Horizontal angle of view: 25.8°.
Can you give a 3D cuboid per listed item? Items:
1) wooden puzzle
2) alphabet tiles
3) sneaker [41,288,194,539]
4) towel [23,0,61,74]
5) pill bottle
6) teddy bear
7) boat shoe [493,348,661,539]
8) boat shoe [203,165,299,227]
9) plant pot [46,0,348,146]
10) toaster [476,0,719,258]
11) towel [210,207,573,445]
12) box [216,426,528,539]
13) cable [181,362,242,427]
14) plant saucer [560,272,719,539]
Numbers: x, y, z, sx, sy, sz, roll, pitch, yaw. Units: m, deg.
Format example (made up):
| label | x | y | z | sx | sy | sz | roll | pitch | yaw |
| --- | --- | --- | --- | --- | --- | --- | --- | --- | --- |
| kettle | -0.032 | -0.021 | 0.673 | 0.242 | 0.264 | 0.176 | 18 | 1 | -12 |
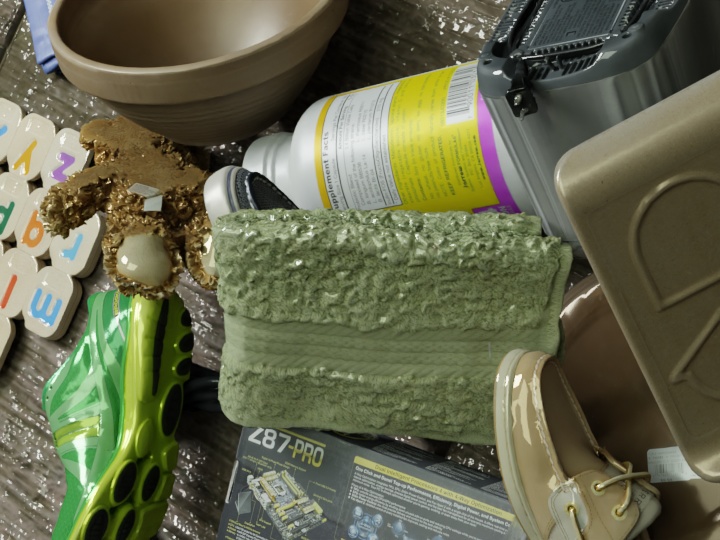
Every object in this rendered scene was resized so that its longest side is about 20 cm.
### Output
| label | x | y | z | sx | sy | sz | roll | pitch | yaw |
| --- | --- | --- | --- | --- | --- | --- | --- | --- | --- |
| wooden puzzle | 0.215 | -0.014 | 0.806 | 0.184 | 0.201 | 0.046 | -28 | 21 | 4 |
| alphabet tiles | -0.276 | -0.026 | 1.196 | 0.199 | 0.015 | 0.197 | 23 | 90 | 33 |
| sneaker | -0.163 | 0.106 | 1.012 | 0.083 | 0.074 | 0.202 | 5 | 75 | 34 |
| towel | -0.180 | -0.251 | 1.195 | 0.199 | 0.024 | 0.146 | -28 | 63 | 20 |
| pill bottle | 0.028 | -0.065 | 0.970 | 0.199 | 0.104 | 0.105 | -10 | 73 | 29 |
| teddy bear | -0.133 | -0.034 | 1.039 | 0.200 | 0.144 | 0.067 | 37 | 139 | 44 |
| boat shoe | 0.129 | 0.133 | 0.839 | 0.069 | 0.074 | 0.202 | -14 | 99 | 33 |
| boat shoe | 0.000 | 0.000 | 0.929 | 0.092 | 0.200 | 0.075 | -27 | 33 | 23 |
| plant pot | -0.101 | -0.147 | 1.050 | 0.199 | 0.093 | 0.202 | -8 | 37 | 6 |
| toaster | 0.142 | -0.097 | 0.863 | 0.113 | 0.130 | 0.200 | -8 | 33 | 30 |
| towel | 0.015 | 0.033 | 0.878 | 0.198 | 0.037 | 0.149 | 4 | 121 | 6 |
| box | 0.006 | 0.182 | 0.927 | 0.199 | 0.049 | 0.163 | 16 | 99 | 27 |
| cable | -0.115 | 0.146 | 1.035 | 0.199 | 0.051 | 0.164 | 19 | 88 | 32 |
| plant saucer | 0.171 | 0.083 | 0.893 | 0.199 | 0.029 | 0.202 | -8 | 74 | 28 |
